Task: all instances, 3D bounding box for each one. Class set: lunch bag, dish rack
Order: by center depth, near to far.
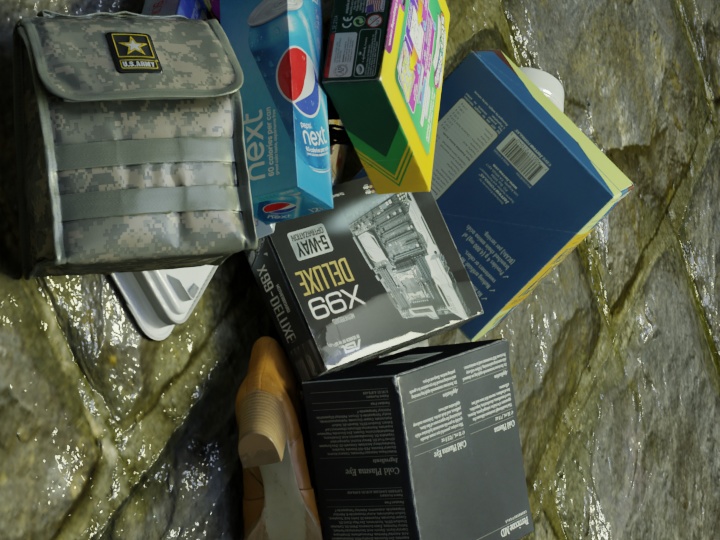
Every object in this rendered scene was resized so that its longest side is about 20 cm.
[{"bbox_3d":[-0.175,-0.102,1.425,0.163,0.117,0.201,-4,83,-24],"label":"lunch bag"},{"bbox_3d":[-0.169,-0.063,1.567,0.201,0.043,0.172,62,33,-28],"label":"dish rack"}]

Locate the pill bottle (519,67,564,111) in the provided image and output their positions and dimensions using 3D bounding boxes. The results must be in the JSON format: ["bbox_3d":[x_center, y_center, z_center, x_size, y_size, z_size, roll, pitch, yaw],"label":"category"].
[{"bbox_3d":[0.180,-0.124,2.148,0.114,0.114,0.201,45,44,-46],"label":"pill bottle"}]

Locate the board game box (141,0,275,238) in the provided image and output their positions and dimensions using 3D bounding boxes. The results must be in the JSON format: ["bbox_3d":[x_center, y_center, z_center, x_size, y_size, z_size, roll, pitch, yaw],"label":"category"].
[{"bbox_3d":[-0.125,-0.155,1.618,0.200,0.041,0.200,-87,154,-58],"label":"board game box"}]

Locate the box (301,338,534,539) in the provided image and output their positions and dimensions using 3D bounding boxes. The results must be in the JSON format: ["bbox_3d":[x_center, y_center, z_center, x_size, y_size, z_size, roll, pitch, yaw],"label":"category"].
[{"bbox_3d":[0.054,0.168,1.668,0.200,0.104,0.183,-12,94,-56],"label":"box"}]

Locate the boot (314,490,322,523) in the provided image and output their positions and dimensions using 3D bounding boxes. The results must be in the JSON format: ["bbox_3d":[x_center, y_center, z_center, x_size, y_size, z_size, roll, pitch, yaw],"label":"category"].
[{"bbox_3d":[0.003,0.250,1.752,0.200,0.073,0.076,40,57,-59],"label":"boot"}]

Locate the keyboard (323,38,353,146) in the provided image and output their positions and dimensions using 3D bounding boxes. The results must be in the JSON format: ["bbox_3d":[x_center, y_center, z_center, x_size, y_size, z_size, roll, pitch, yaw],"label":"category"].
[{"bbox_3d":[-0.048,-0.154,1.679,0.199,0.039,0.105,-7,81,-51],"label":"keyboard"}]

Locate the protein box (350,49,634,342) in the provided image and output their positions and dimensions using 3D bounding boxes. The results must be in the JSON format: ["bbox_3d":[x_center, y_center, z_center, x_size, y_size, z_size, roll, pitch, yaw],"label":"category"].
[{"bbox_3d":[0.123,-0.077,1.844,0.199,0.200,0.135,46,17,7],"label":"protein box"}]

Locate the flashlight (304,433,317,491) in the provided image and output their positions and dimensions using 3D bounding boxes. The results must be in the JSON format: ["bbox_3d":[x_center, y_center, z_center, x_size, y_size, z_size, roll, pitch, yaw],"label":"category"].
[{"bbox_3d":[-0.037,0.102,1.735,0.068,0.067,0.202,127,-38,-78],"label":"flashlight"}]

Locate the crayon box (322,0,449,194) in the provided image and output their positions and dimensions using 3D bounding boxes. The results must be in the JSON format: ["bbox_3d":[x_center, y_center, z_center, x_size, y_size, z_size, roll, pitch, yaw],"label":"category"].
[{"bbox_3d":[0.026,-0.198,1.659,0.173,0.058,0.201,64,29,-55],"label":"crayon box"}]

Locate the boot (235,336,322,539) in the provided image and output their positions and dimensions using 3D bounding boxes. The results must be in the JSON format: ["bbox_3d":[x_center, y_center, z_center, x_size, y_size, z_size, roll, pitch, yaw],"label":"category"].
[{"bbox_3d":[-0.067,0.172,1.659,0.144,0.070,0.202,-81,164,-57],"label":"boot"}]

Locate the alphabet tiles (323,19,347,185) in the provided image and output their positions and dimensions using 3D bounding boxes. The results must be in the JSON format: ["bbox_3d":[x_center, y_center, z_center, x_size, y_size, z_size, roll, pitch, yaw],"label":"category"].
[{"bbox_3d":[-0.034,-0.146,1.773,0.167,0.006,0.201,55,43,-65],"label":"alphabet tiles"}]

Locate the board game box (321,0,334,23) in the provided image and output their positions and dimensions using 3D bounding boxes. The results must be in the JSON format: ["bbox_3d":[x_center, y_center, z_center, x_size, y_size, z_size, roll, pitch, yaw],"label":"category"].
[{"bbox_3d":[-0.094,-0.316,1.680,0.103,0.105,0.201,-39,122,-17],"label":"board game box"}]

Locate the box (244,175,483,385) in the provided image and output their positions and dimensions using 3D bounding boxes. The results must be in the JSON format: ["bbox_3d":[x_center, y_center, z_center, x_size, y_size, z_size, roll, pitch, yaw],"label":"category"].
[{"bbox_3d":[0.000,0.000,1.709,0.199,0.050,0.159,-17,80,-38],"label":"box"}]

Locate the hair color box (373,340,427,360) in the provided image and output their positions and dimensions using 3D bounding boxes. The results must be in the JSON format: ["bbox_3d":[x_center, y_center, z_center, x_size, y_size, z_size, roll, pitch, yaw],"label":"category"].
[{"bbox_3d":[0.019,0.106,1.820,0.111,0.064,0.201,12,70,-61],"label":"hair color box"}]

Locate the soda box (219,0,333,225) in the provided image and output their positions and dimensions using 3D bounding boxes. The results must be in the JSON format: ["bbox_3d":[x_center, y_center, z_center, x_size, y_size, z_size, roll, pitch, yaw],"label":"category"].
[{"bbox_3d":[-0.070,-0.146,1.551,0.064,0.067,0.201,29,53,-59],"label":"soda box"}]
